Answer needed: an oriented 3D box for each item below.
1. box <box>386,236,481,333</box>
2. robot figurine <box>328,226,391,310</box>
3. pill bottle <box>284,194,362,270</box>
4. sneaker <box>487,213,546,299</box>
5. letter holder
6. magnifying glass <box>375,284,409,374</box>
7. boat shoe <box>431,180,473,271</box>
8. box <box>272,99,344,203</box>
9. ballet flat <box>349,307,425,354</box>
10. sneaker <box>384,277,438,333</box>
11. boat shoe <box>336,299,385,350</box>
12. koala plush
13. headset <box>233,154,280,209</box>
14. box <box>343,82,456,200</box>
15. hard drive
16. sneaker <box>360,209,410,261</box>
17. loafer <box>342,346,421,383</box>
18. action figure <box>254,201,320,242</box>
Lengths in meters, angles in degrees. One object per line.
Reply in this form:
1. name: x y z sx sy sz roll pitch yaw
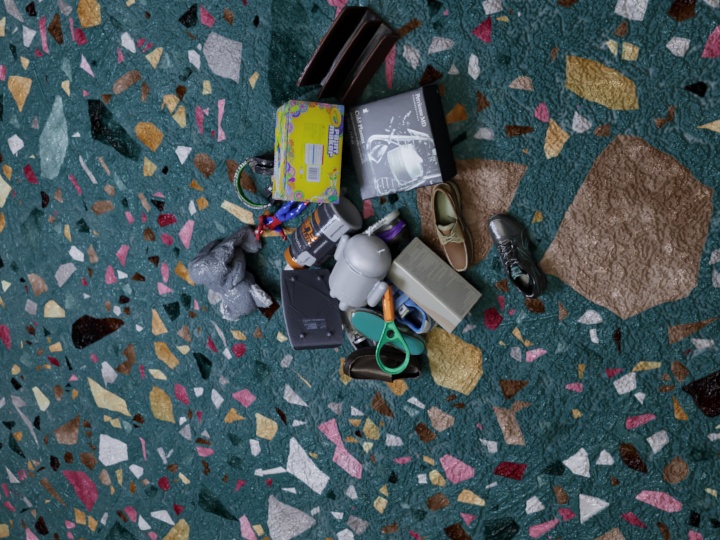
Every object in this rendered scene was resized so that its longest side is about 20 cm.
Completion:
1. box: 0.162 0.033 1.647 0.200 0.095 0.078 42 152 9
2. robot figurine: 0.000 0.000 1.642 0.170 0.112 0.202 48 132 23
3. pill bottle: -0.094 -0.080 1.735 0.200 0.106 0.107 -42 87 28
4. sneaker: 0.334 -0.030 1.570 0.075 0.079 0.202 -32 90 29
5. letter holder: -0.030 -0.449 1.572 0.100 0.142 0.201 42 117 7
6. magnifying glass: 0.068 0.135 1.673 0.078 0.022 0.205 -5 99 5
7. boat shoe: 0.193 -0.094 1.616 0.074 0.074 0.204 -12 100 27
8. box: -0.117 -0.252 1.593 0.119 0.192 0.205 2 96 -15
9. ballet flat: 0.062 0.136 1.724 0.197 0.075 0.075 29 117 -12
10. sneaker: 0.097 0.067 1.706 0.199 0.082 0.074 42 120 9
11. boat shoe: 0.001 0.145 1.751 0.073 0.066 0.201 -29 112 20
12. koala plush: -0.321 0.029 1.847 0.175 0.184 0.203 -20 109 28
13. headset: -0.212 -0.221 1.752 0.196 0.094 0.126 -20 98 11
14. box: 0.085 -0.276 1.586 0.193 0.124 0.204 -10 101 24
15. hard drive: -0.116 0.091 1.697 0.043 0.132 0.203 113 150 -53
16. sneaker: 0.034 -0.048 1.706 0.199 0.069 0.100 -35 92 29
17. loafer: 0.056 0.224 1.723 0.195 0.072 0.075 -3 113 -14
18. action figure: -0.186 -0.116 1.770 0.198 0.101 0.065 -28 134 31
